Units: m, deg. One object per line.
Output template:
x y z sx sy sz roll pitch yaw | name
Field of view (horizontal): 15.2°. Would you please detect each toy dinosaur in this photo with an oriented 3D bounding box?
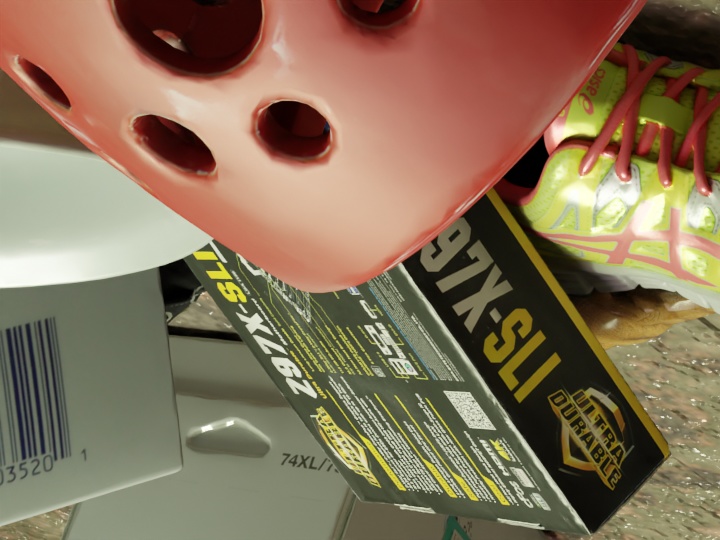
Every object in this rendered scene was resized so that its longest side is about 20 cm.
0.077 0.014 1.016 0.106 0.061 0.200 30 155 -26 | toy dinosaur

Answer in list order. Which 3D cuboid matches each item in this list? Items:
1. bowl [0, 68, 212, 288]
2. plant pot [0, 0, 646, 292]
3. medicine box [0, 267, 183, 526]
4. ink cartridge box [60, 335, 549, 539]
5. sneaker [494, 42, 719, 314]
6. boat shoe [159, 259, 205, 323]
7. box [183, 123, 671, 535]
-0.143 -0.059 0.874 0.199 0.091 0.201 0 168 0 | bowl
-0.029 -0.123 0.627 0.182 0.201 0.200 33 154 -20 | plant pot
-0.201 0.037 1.070 0.181 0.104 0.199 -15 -162 -34 | medicine box
-0.025 0.143 1.271 0.146 0.147 0.200 5 152 31 | ink cartridge box
0.099 -0.035 0.868 0.199 0.079 0.090 -5 145 45 | sneaker
-0.104 0.005 1.133 0.070 0.067 0.200 31 155 -26 | boat shoe
0.000 0.000 0.944 0.200 0.049 0.159 54 158 -18 | box
